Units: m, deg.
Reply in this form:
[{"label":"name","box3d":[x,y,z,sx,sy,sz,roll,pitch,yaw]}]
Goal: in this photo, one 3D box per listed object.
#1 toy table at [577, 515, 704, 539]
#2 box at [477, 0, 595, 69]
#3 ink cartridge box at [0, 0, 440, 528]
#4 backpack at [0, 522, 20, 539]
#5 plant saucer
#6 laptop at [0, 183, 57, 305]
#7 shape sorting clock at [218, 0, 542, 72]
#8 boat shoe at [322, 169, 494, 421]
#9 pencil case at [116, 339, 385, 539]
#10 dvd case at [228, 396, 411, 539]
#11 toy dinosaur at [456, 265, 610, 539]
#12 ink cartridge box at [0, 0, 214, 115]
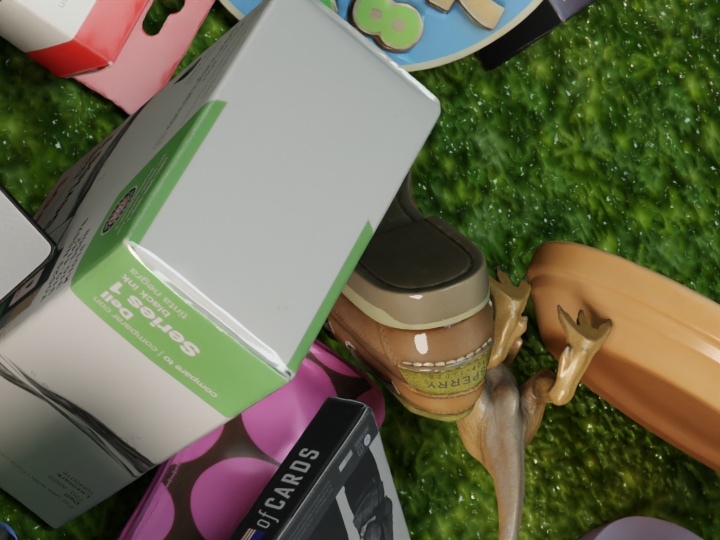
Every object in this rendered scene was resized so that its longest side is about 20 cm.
[{"label":"toy table","box3d":[0.187,0.193,1.262,0.200,0.117,0.184,48,52,-12]},{"label":"box","box3d":[0.107,-0.213,1.372,0.200,0.079,0.141,-37,93,-31]},{"label":"ink cartridge box","box3d":[-0.075,-0.001,1.094,0.084,0.200,0.146,39,53,-14]},{"label":"backpack","box3d":[-0.164,0.205,0.946,0.147,0.200,0.183,47,43,-18]},{"label":"plant saucer","box3d":[0.156,0.055,1.254,0.200,0.200,0.038,35,81,-20]},{"label":"laptop","box3d":[-0.245,-0.020,0.994,0.200,0.116,0.187,-42,82,-10]},{"label":"shape sorting clock","box3d":[0.010,-0.189,1.267,0.199,0.039,0.201,0,94,-3]},{"label":"boat shoe","box3d":[0.000,0.000,1.188,0.072,0.200,0.068,-13,117,-10]},{"label":"pencil case","box3d":[-0.063,0.112,1.131,0.094,0.091,0.200,39,52,-17]},{"label":"dvd case","box3d":[-0.017,0.172,1.109,0.150,0.025,0.200,-55,144,-36]},{"label":"toy dinosaur","box3d":[0.060,0.063,1.192,0.060,0.106,0.200,15,29,-21]},{"label":"ink cartridge box","box3d":[-0.134,-0.162,1.178,0.200,0.067,0.116,33,76,-21]}]
